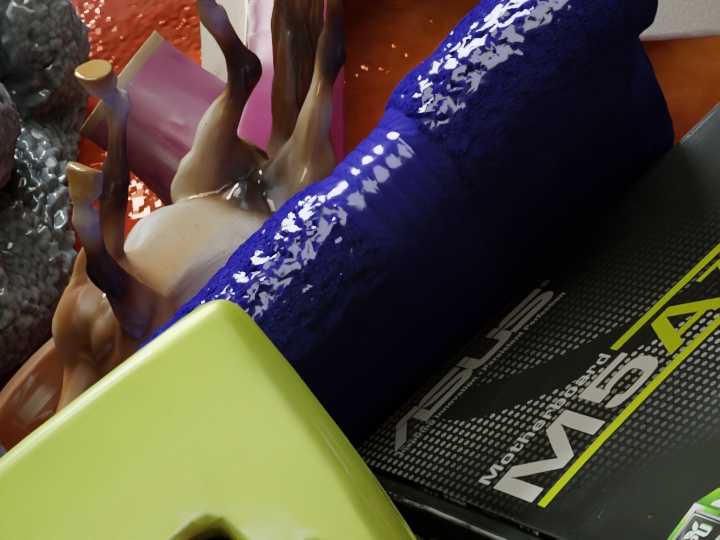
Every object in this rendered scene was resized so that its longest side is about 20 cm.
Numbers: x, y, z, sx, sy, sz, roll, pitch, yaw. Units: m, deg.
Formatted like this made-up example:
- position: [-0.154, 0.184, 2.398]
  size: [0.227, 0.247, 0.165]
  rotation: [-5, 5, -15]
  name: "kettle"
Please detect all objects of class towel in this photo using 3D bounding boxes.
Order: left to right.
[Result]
- position: [0.000, 0.000, 0.780]
  size: [0.050, 0.148, 0.200]
  rotation: [42, 83, 18]
  name: "towel"

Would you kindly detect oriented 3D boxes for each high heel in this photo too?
- position: [-0.014, -0.075, 1.017]
  size: [0.096, 0.067, 0.200]
  rotation: [38, 52, -3]
  name: "high heel"

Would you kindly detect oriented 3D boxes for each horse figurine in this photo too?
- position: [-0.048, -0.016, 0.829]
  size: [0.050, 0.133, 0.200]
  rotation: [17, 40, 20]
  name: "horse figurine"

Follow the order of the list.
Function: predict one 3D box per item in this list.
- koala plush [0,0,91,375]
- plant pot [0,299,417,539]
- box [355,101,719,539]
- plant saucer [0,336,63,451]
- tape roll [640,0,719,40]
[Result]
- position: [-0.180, -0.063, 0.924]
  size: [0.176, 0.201, 0.184]
  rotation: [-12, 48, 0]
  name: "koala plush"
- position: [-0.032, 0.160, 0.682]
  size: [0.199, 0.200, 0.182]
  rotation: [-40, 67, -7]
  name: "plant pot"
- position: [0.111, 0.013, 0.741]
  size: [0.200, 0.048, 0.193]
  rotation: [-43, 23, -14]
  name: "box"
- position: [-0.031, 0.086, 0.851]
  size: [0.199, 0.032, 0.201]
  rotation: [-10, 59, 16]
  name: "plant saucer"
- position: [0.140, -0.114, 0.947]
  size: [0.202, 0.037, 0.203]
  rotation: [-9, 15, 2]
  name: "tape roll"
